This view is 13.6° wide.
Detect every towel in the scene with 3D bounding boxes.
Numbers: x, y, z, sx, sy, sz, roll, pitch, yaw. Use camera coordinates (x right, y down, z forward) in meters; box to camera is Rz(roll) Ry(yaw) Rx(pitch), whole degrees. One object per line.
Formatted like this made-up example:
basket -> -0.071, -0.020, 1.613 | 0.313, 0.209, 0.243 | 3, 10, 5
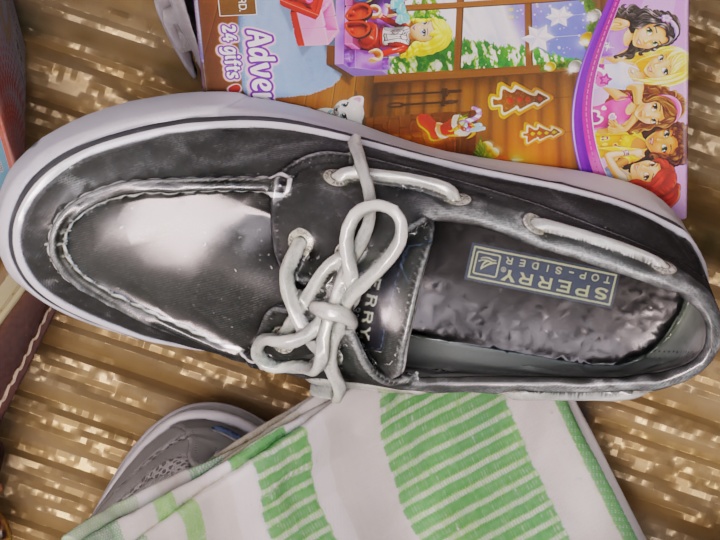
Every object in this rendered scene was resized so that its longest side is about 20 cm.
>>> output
towel -> 0.013, 0.103, 0.839 | 0.023, 0.200, 0.153 | -23, 96, 46

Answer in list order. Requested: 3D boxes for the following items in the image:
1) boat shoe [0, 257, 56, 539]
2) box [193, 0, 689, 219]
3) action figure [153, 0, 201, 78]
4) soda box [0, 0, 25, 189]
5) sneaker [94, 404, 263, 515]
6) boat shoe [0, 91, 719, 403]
boat shoe -> -0.141, 0.068, 0.897 | 0.072, 0.072, 0.201 | 43, 73, -35
box -> 0.020, -0.101, 0.819 | 0.136, 0.039, 0.201 | -4, 125, 1
action figure -> 0.005, -0.114, 0.872 | 0.199, 0.070, 0.131 | -10, 132, 1
soda box -> -0.139, -0.102, 0.831 | 0.063, 0.201, 0.069 | -7, 50, 1
sneaker -> -0.084, 0.130, 0.872 | 0.074, 0.082, 0.201 | 23, 89, 3
boat shoe -> 0.000, 0.003, 0.817 | 0.198, 0.068, 0.074 | 12, 108, -9
